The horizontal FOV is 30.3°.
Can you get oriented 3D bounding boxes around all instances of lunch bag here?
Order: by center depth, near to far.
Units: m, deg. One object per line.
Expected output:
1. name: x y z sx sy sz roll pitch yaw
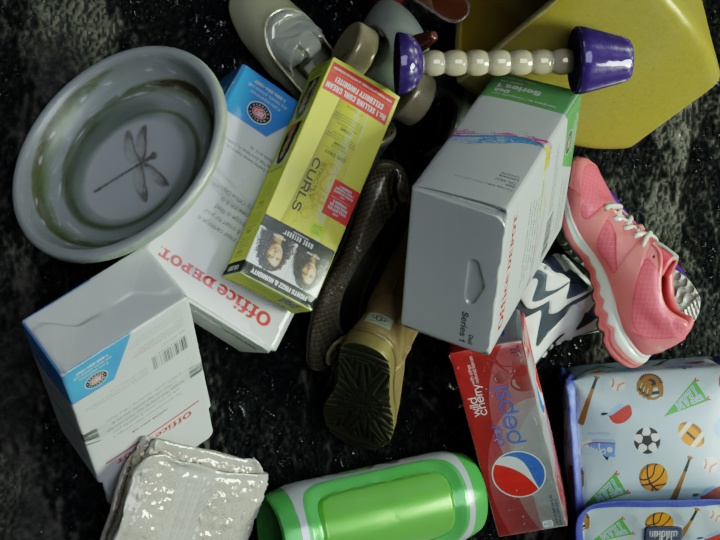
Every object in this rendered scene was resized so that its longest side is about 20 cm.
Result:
1. lunch bag: 0.278 0.191 1.264 0.168 0.124 0.203 -3 93 6

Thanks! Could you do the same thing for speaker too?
1. speaker: 0.011 0.218 1.186 0.198 0.088 0.090 -8 90 -25

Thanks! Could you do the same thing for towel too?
1. towel: -0.157 0.243 1.106 0.132 0.034 0.202 17 89 -36

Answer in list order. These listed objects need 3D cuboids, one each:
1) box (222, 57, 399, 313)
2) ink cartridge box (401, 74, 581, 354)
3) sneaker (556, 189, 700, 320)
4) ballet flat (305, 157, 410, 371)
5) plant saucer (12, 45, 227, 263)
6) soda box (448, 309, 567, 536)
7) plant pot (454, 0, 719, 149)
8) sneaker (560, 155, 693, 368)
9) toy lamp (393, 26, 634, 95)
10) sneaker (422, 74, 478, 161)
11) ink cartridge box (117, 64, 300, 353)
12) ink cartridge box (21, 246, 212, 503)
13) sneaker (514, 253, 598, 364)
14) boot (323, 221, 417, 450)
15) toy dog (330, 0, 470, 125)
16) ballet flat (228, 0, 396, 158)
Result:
1. box: -0.040 -0.070 1.109 0.075 0.050 0.202 29 74 -20
2. ink cartridge box: 0.110 -0.051 1.113 0.200 0.083 0.146 -53 154 -47
3. sneaker: 0.259 -0.017 1.323 0.070 0.099 0.201 -43 76 14
4. ballet flat: 0.000 0.000 1.177 0.046 0.067 0.202 22 101 14
5. plant saucer: -0.189 -0.087 1.085 0.201 0.199 0.050 -61 146 -15
6. soda box: 0.136 0.140 1.215 0.069 0.064 0.202 -11 113 12
7. plant pot: 0.222 -0.229 1.227 0.199 0.194 0.197 35 37 -26
8. sneaker: 0.248 -0.018 1.224 0.073 0.086 0.202 -10 78 -55
9. toy lamp: 0.127 -0.175 1.107 0.197 0.058 0.059 0 86 -6
10. sneaker: 0.105 -0.101 1.264 0.090 0.066 0.202 -16 93 -17
11. ink cartridge box: -0.101 -0.050 1.153 0.145 0.084 0.201 33 74 -19
12. ink cartridge box: -0.191 0.090 1.078 0.115 0.201 0.067 -33 58 -23
13. sneaker: 0.170 0.054 1.280 0.130 0.080 0.198 -50 147 16
14. boot: 0.040 0.043 1.206 0.066 0.176 0.201 23 52 7
15. toy dog: 0.039 -0.235 1.187 0.131 0.096 0.202 9 63 -40
16. ballet flat: -0.039 -0.182 1.201 0.070 0.069 0.200 -46 104 -20
